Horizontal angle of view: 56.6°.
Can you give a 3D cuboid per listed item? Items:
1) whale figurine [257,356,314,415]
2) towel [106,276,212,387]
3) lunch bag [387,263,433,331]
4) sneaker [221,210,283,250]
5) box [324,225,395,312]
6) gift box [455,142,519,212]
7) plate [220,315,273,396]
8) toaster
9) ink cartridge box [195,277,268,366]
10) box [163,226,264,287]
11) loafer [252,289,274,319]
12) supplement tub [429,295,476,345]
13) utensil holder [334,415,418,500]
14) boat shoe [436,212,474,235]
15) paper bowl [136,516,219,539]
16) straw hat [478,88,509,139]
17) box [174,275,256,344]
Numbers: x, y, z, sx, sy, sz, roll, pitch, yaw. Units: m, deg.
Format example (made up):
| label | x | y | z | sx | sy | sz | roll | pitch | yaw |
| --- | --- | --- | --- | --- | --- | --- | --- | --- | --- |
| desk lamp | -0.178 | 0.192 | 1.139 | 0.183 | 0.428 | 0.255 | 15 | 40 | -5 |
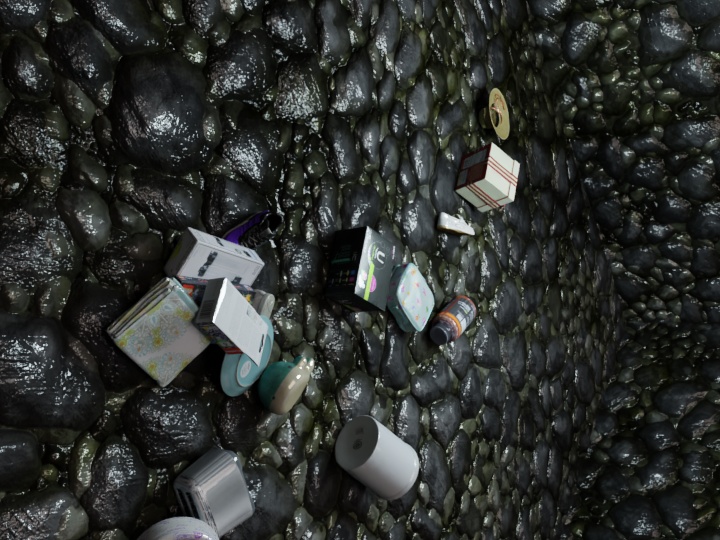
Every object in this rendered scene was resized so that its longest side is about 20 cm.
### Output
| label | x | y | z | sx | sy | sz | roll | pitch | yaw |
| --- | --- | --- | --- | --- | --- | --- | --- | --- | --- |
| whale figurine | -0.187 | 0.273 | 1.681 | 0.162 | 0.102 | 0.200 | -64 | 169 | 23 |
| towel | -0.404 | 0.128 | 1.388 | 0.171 | 0.048 | 0.201 | -42 | 135 | -12 |
| lunch bag | 0.149 | 0.088 | 2.122 | 0.201 | 0.076 | 0.162 | 55 | 49 | -32 |
| sneaker | -0.259 | -0.085 | 1.610 | 0.201 | 0.098 | 0.070 | -50 | 123 | -38 |
| box | 0.000 | 0.000 | 1.909 | 0.147 | 0.122 | 0.205 | 30 | 63 | -45 |
| gift box | 0.471 | -0.340 | 2.487 | 0.185 | 0.198 | 0.188 | 30 | 67 | -28 |
| plate | -0.258 | 0.206 | 1.577 | 0.201 | 0.025 | 0.203 | -50 | 151 | -40 |
| toaster | -0.324 | 0.487 | 1.470 | 0.128 | 0.112 | 0.205 | -30 | 111 | -45 |
| ink cartridge box | -0.276 | 0.118 | 1.459 | 0.201 | 0.049 | 0.111 | 58 | 33 | -48 |
| box | -0.328 | -0.010 | 1.507 | 0.198 | 0.060 | 0.118 | 19 | 111 | -48 |
| loafer | -0.271 | 0.145 | 1.614 | 0.204 | 0.062 | 0.072 | -68 | 161 | -8 |
| supplement tub | 0.313 | 0.175 | 2.295 | 0.199 | 0.105 | 0.109 | -37 | 115 | -46 |
| utensil holder | 0.044 | 0.527 | 1.881 | 0.200 | 0.167 | 0.173 | 44 | 54 | -36 |
| boat shoe | 0.347 | -0.167 | 2.395 | 0.198 | 0.070 | 0.071 | 12 | 79 | -49 |
| paper bowl | -0.378 | 0.601 | 1.362 | 0.196 | 0.104 | 0.206 | -5 | 104 | -22 |
| straw hat | 0.512 | -0.605 | 2.631 | 0.199 | 0.084 | 0.207 | 17 | 69 | -53 |
| box | -0.340 | 0.092 | 1.488 | 0.197 | 0.037 | 0.139 | 10 | 106 | -46 |
